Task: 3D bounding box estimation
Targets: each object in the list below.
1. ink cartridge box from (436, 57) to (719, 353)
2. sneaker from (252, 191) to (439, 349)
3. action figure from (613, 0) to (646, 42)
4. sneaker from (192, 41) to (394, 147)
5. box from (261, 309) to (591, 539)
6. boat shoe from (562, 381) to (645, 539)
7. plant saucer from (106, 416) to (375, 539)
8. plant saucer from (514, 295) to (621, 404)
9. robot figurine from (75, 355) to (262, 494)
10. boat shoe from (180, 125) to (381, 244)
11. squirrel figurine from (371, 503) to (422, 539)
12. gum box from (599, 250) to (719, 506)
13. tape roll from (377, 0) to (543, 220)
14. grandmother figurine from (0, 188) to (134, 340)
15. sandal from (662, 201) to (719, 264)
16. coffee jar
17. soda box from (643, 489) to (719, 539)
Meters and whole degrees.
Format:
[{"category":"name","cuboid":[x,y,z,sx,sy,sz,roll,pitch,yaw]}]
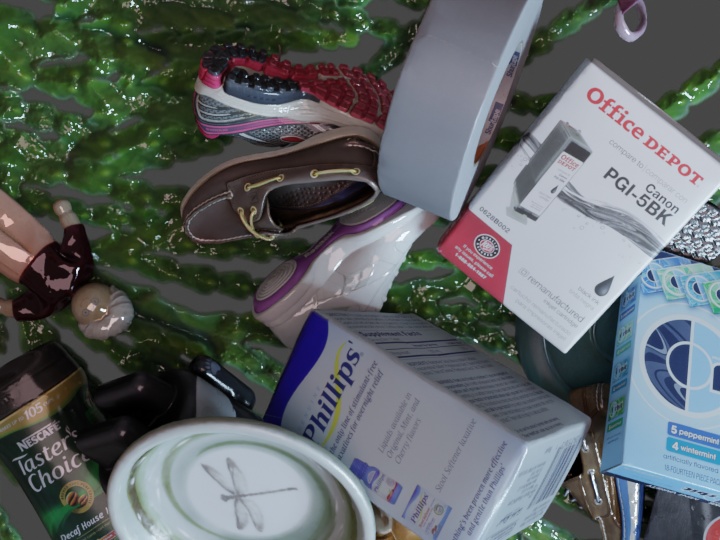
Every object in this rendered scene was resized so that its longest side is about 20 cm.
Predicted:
[{"category":"ink cartridge box","cuboid":[0.183,-0.056,0.727,0.147,0.083,0.200,38,110,3]},{"category":"sneaker","cuboid":[0.000,0.000,0.788,0.200,0.075,0.100,-37,116,2]},{"category":"action figure","cuboid":[0.192,-0.319,0.749,0.199,0.134,0.149,24,139,7]},{"category":"sneaker","cuboid":[-0.047,-0.141,0.762,0.199,0.081,0.075,12,133,-14]},{"category":"box","cuboid":[0.059,0.122,0.702,0.200,0.184,0.105,30,101,27]},{"category":"boat shoe","cuboid":[0.229,0.192,0.813,0.072,0.072,0.201,3,111,23]},{"category":"plant saucer","cuboid":[-0.086,0.174,0.646,0.199,0.050,0.201,3,123,5]},{"category":"plant saucer","cuboid":[0.248,0.055,0.816,0.199,0.027,0.201,0,98,-3]},{"category":"robot figurine","cuboid":[-0.144,0.165,0.746,0.200,0.125,0.150,41,85,-34]},{"category":"boat shoe","cuboid":[-0.072,-0.062,0.745,0.199,0.060,0.072,-17,135,17]},{"category":"squirrel figurine","cuboid":[0.033,0.265,0.798,0.200,0.141,0.187,43,83,-21]},{"category":"gum box","cuboid":[0.304,0.096,0.741,0.169,0.045,0.201,17,65,-3]},{"category":"tape roll","cuboid":[0.081,-0.144,0.692,0.066,0.200,0.201,22,96,11]},{"category":"grandmother figurine","cuboid":[-0.291,-0.005,0.773,0.200,0.061,0.121,37,103,-3]},{"category":"sandal","cuboid":[0.238,-0.069,0.786,0.200,0.048,0.075,31,108,-4]},{"category":"coffee jar","cuboid":[-0.265,0.168,0.780,0.104,0.085,0.200,-33,97,1]},{"category":"soda box","cuboid":[0.315,0.231,0.808,0.071,0.063,0.201,18,99,39]}]
